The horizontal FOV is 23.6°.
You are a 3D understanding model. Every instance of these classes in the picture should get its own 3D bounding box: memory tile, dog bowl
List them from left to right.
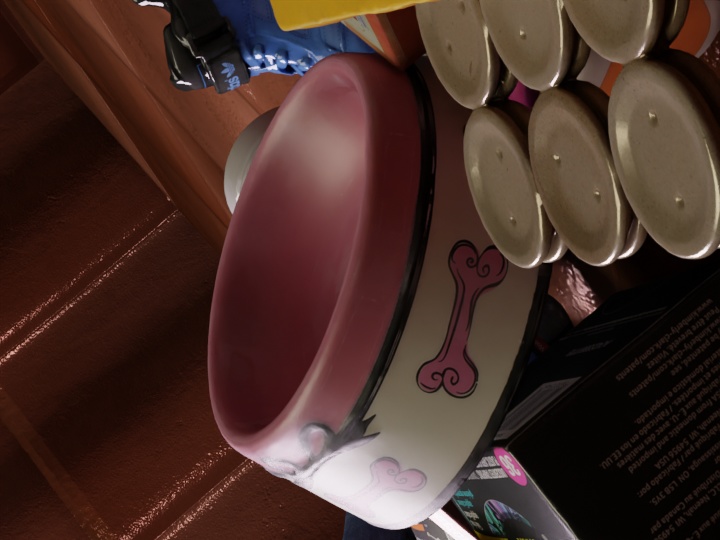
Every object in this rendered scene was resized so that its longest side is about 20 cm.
[{"bbox_3d":[0.000,0.000,0.707,0.073,0.202,0.200,15,-173,-21],"label":"dog bowl"},{"bbox_3d":[0.040,-0.098,0.460,0.153,0.017,0.201,172,80,-72],"label":"memory tile"}]

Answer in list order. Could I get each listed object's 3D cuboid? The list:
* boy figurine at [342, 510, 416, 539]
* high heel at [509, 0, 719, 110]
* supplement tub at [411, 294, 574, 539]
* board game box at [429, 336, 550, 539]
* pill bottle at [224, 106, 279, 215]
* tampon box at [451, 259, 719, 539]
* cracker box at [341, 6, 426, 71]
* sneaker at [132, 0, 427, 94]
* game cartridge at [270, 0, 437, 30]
[{"bbox_3d":[0.039,0.101,1.008,0.123,0.201,0.065,17,155,7],"label":"boy figurine"},{"bbox_3d":[0.063,-0.086,0.556,0.096,0.067,0.200,55,180,14],"label":"high heel"},{"bbox_3d":[0.075,0.096,0.908,0.123,0.122,0.201,-171,58,-80],"label":"supplement tub"},{"bbox_3d":[0.091,0.101,0.818,0.200,0.103,0.019,41,152,-23],"label":"board game box"},{"bbox_3d":[-0.004,-0.028,1.035,0.113,0.113,0.200,54,172,-32],"label":"pill bottle"},{"bbox_3d":[0.143,0.117,0.711,0.201,0.126,0.150,54,166,-1],"label":"tampon box"},{"bbox_3d":[-0.040,-0.183,0.674,0.200,0.058,0.134,44,170,37],"label":"cracker box"},{"bbox_3d":[-0.031,-0.103,0.819,0.200,0.111,0.077,49,173,7],"label":"sneaker"},{"bbox_3d":[-0.021,-0.168,0.469,0.201,0.032,0.176,68,164,-11],"label":"game cartridge"}]
